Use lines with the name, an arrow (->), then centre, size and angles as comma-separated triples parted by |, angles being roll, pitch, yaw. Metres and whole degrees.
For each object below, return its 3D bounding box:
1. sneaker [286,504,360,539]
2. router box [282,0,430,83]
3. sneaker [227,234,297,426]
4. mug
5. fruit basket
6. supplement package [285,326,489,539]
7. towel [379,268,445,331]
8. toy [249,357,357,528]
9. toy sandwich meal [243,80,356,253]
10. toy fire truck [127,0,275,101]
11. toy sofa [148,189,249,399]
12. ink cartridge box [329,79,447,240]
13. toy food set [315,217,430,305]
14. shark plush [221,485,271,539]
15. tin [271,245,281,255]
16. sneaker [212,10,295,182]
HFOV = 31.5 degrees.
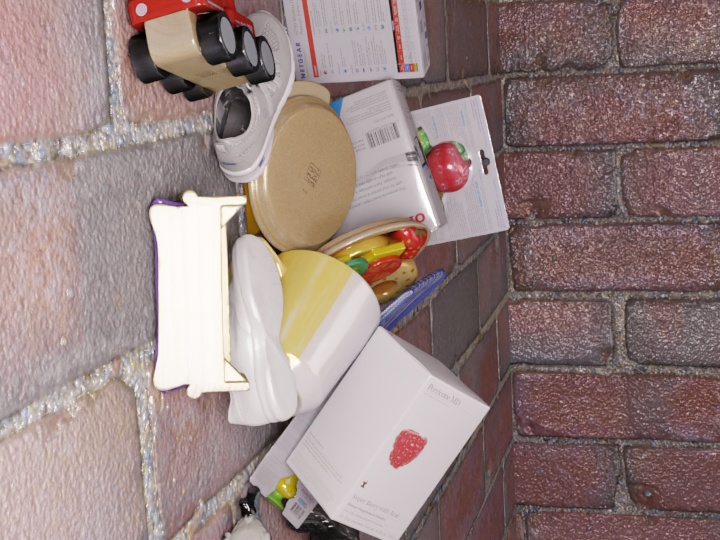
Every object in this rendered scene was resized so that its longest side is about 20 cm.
sneaker -> -0.044, 0.317, 1.701 | 0.201, 0.075, 0.092 | 67, 19, -60
router box -> -0.009, -0.347, 1.643 | 0.049, 0.176, 0.203 | -65, 151, -58
sneaker -> -0.128, 0.065, 1.362 | 0.075, 0.087, 0.204 | 13, 66, -62
mug -> -0.088, 0.073, 1.471 | 0.154, 0.185, 0.150 | -61, -178, -38
fruit basket -> 0.095, -0.130, 1.756 | 0.094, 0.197, 0.188 | -34, 110, -69
supplement package -> 0.031, 0.194, 1.497 | 0.121, 0.120, 0.201 | 30, 97, -40
towel -> 0.042, 0.060, 1.670 | 0.024, 0.145, 0.200 | 48, 17, 5
toy -> -0.056, 0.202, 1.568 | 0.201, 0.047, 0.115 | -54, 131, -19
toy sandwich meal -> -0.082, -0.121, 1.515 | 0.204, 0.069, 0.209 | -10, 103, -49
toy fire truck -> -0.151, -0.287, 1.251 | 0.176, 0.127, 0.204 | 5, 73, -74
toy sofa -> -0.162, 0.022, 1.274 | 0.083, 0.096, 0.204 | -164, -107, -80
ink cartridge box -> 0.013, -0.130, 1.681 | 0.086, 0.144, 0.203 | -28, 99, -77
toy food set -> 0.000, 0.000, 1.587 | 0.049, 0.195, 0.200 | 65, -29, 17
shark plush -> -0.139, 0.326, 1.422 | 0.202, 0.089, 0.084 | -104, -161, -45
tin -> -0.083, -0.058, 1.632 | 0.202, 0.041, 0.113 | 75, 24, -43
sneaker -> -0.120, -0.203, 1.413 | 0.082, 0.073, 0.203 | 57, 36, -65
